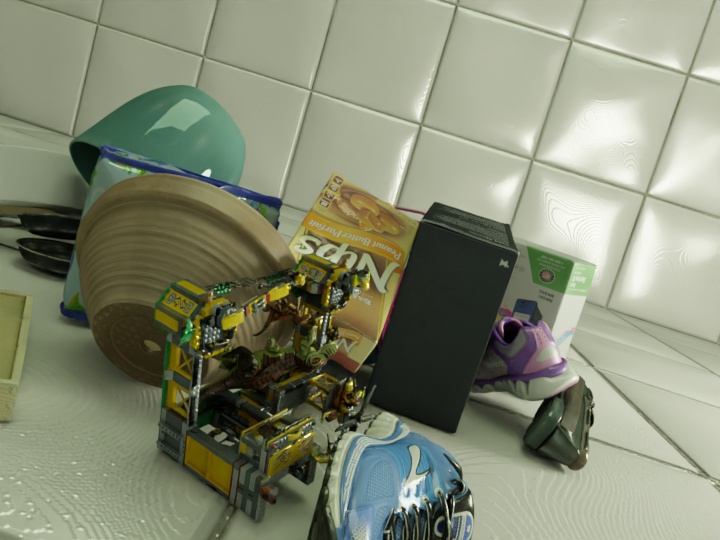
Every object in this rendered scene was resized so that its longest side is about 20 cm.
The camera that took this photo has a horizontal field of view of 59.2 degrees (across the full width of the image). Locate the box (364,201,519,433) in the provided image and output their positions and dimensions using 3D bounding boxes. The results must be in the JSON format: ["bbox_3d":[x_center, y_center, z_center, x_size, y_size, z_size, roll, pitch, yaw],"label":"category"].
[{"bbox_3d":[0.092,0.040,0.709,0.103,0.203,0.182,18,13,6],"label":"box"}]

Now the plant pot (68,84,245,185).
[{"bbox_3d":[-0.248,-0.146,0.839,0.199,0.162,0.201,29,-25,15],"label":"plant pot"}]

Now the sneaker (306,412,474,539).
[{"bbox_3d":[0.026,0.141,0.385,0.088,0.080,0.200,17,7,16],"label":"sneaker"}]

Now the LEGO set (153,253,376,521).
[{"bbox_3d":[-0.044,0.073,0.446,0.115,0.156,0.199,22,13,30],"label":"LEGO set"}]

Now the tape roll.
[{"bbox_3d":[-0.469,-0.116,0.868,0.199,0.072,0.202,1,-2,0],"label":"tape roll"}]

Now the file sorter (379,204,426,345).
[{"bbox_3d":[0.024,-0.005,0.916,0.137,0.127,0.200,12,30,9],"label":"file sorter"}]

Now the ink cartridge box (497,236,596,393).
[{"bbox_3d":[0.228,0.063,0.911,0.144,0.203,0.087,24,14,39],"label":"ink cartridge box"}]

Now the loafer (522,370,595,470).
[{"bbox_3d":[0.235,0.172,0.722,0.063,0.072,0.199,40,22,16],"label":"loafer"}]

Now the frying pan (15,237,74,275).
[{"bbox_3d":[-0.329,-0.009,0.795,0.188,0.031,0.115,14,6,-26],"label":"frying pan"}]

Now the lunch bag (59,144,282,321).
[{"bbox_3d":[-0.196,-0.022,0.677,0.198,0.172,0.127,15,8,-25],"label":"lunch bag"}]

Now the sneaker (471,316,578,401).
[{"bbox_3d":[0.177,0.100,0.769,0.080,0.090,0.200,-21,0,-21],"label":"sneaker"}]

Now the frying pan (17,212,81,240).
[{"bbox_3d":[-0.366,-0.058,0.857,0.187,0.031,0.115,4,-5,7],"label":"frying pan"}]

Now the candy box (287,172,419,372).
[{"bbox_3d":[-0.017,-0.007,0.648,0.114,0.056,0.201,30,40,-5],"label":"candy box"}]

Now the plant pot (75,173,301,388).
[{"bbox_3d":[-0.152,0.030,0.523,0.198,0.202,0.093,17,42,-1],"label":"plant pot"}]

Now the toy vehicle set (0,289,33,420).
[{"bbox_3d":[-0.315,0.048,0.466,0.123,0.027,0.200,14,9,-27],"label":"toy vehicle set"}]

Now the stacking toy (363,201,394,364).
[{"bbox_3d":[0.000,0.000,0.762,0.115,0.202,0.110,18,-22,15],"label":"stacking toy"}]
